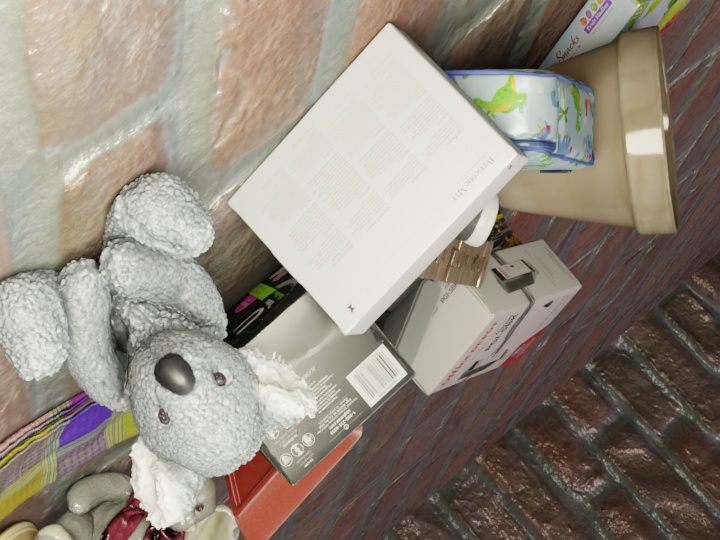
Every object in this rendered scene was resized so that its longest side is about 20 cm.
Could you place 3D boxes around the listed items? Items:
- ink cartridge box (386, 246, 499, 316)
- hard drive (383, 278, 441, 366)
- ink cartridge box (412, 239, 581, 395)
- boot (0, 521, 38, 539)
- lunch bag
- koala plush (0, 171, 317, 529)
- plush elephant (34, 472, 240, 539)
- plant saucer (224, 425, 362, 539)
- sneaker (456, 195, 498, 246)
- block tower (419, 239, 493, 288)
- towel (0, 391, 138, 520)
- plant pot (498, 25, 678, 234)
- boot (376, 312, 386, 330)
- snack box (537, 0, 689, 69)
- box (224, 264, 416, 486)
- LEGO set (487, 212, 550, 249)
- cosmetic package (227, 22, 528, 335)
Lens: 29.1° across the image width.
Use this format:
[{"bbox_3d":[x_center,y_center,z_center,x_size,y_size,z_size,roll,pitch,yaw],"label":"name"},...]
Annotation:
[{"bbox_3d":[0.067,0.028,1.663,0.115,0.068,0.200,-20,153,-52],"label":"ink cartridge box"},{"bbox_3d":[0.013,0.108,1.518,0.200,0.027,0.133,-47,-166,48],"label":"hard drive"},{"bbox_3d":[0.146,0.053,1.625,0.199,0.083,0.147,-15,149,-50],"label":"ink cartridge box"},{"bbox_3d":[-0.307,0.337,1.384,0.073,0.156,0.200,-39,164,-12],"label":"boot"},{"bbox_3d":[0.114,-0.130,1.218,0.200,0.159,0.083,-4,97,-68],"label":"lunch bag"},{"bbox_3d":[-0.138,0.070,1.017,0.177,0.200,0.184,-40,165,-12],"label":"koala plush"},{"bbox_3d":[-0.209,0.253,1.417,0.154,0.165,0.200,-32,-164,12],"label":"plush elephant"},{"bbox_3d":[-0.090,0.151,1.436,0.036,0.201,0.200,19,124,-34],"label":"plant saucer"},{"bbox_3d":[0.064,-0.093,1.352,0.200,0.111,0.074,-111,-136,-71],"label":"sneaker"},{"bbox_3d":[0.073,-0.020,1.427,0.200,0.057,0.055,11,97,-63],"label":"block tower"},{"bbox_3d":[-0.266,0.158,1.267,0.199,0.023,0.144,-32,160,-35],"label":"towel"},{"bbox_3d":[0.218,-0.129,1.365,0.172,0.202,0.200,-5,172,15],"label":"plant pot"},{"bbox_3d":[0.000,0.000,1.451,0.073,0.075,0.202,-8,124,-54],"label":"boot"},{"bbox_3d":[0.252,-0.228,1.478,0.142,0.053,0.201,-21,153,-50],"label":"snack box"},{"bbox_3d":[-0.062,0.083,1.255,0.148,0.125,0.200,-41,-168,-8],"label":"box"},{"bbox_3d":[0.151,0.030,1.783,0.153,0.116,0.200,-20,152,-55],"label":"LEGO set"},{"bbox_3d":[0.013,-0.071,1.114,0.200,0.151,0.052,-46,164,13],"label":"cosmetic package"}]
